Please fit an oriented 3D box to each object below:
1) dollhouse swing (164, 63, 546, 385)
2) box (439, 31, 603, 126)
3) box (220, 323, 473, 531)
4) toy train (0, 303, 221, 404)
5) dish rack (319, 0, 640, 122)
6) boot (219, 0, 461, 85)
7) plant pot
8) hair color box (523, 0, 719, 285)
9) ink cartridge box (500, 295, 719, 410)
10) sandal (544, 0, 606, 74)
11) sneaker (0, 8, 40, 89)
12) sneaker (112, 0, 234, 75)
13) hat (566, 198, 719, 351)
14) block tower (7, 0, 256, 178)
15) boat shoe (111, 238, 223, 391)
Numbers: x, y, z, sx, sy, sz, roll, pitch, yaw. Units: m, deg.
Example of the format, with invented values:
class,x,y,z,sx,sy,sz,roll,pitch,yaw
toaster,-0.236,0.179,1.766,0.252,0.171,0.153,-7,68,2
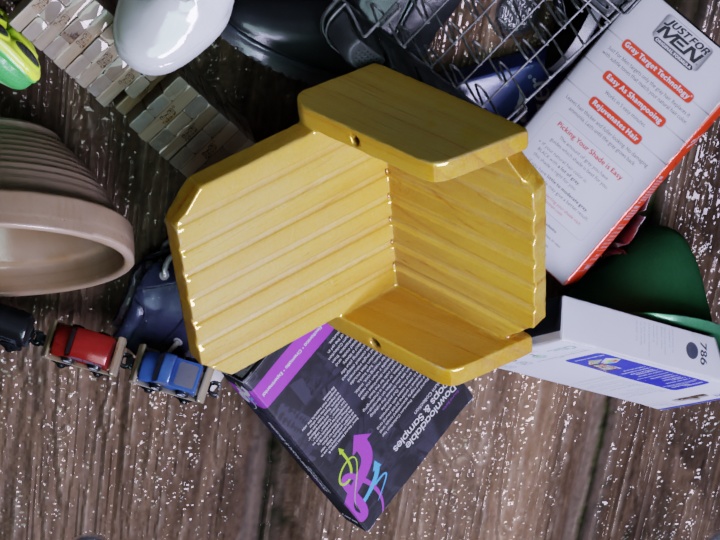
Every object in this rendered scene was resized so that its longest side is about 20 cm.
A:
class,x,y,z,sx,sy,sz,roll,pitch,yaw
dollhouse swing,0.000,0.000,1.168,0.176,0.181,0.201,-41,143,-33
box,0.120,-0.104,1.331,0.199,0.032,0.122,-15,119,-5
box,-0.005,0.089,1.347,0.143,0.036,0.200,-49,129,-17
toy train,-0.198,0.057,1.278,0.199,0.046,0.034,16,72,0
dish rack,0.091,-0.182,1.193,0.153,0.055,0.200,33,113,-35
boot,0.007,-0.224,1.220,0.164,0.066,0.200,19,115,-32
plant pot,-0.256,-0.047,1.207,0.200,0.201,0.093,1,77,-14
hair color box,0.180,-0.097,1.271,0.101,0.061,0.200,43,103,11
ink cartridge box,0.190,0.064,1.314,0.199,0.099,0.039,17,68,-34
sandal,0.162,-0.240,1.253,0.045,0.075,0.201,15,105,-13
sneaker,-0.311,-0.162,1.174,0.199,0.074,0.084,20,108,-12
sneaker,-0.097,-0.221,1.155,0.075,0.088,0.200,36,83,2
hat,0.221,-0.025,1.391,0.165,0.200,0.177,16,69,-40
block tower,-0.156,-0.135,1.234,0.054,0.058,0.200,-43,120,9
boat shoe,-0.109,-0.004,1.301,0.092,0.075,0.200,26,107,-17
